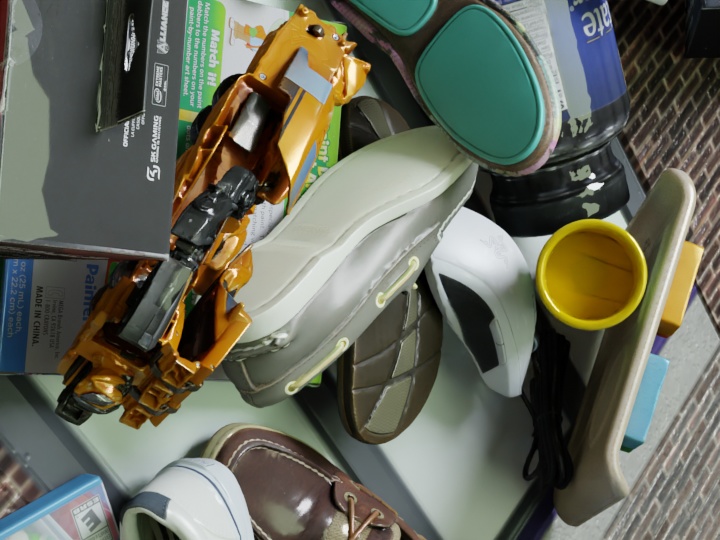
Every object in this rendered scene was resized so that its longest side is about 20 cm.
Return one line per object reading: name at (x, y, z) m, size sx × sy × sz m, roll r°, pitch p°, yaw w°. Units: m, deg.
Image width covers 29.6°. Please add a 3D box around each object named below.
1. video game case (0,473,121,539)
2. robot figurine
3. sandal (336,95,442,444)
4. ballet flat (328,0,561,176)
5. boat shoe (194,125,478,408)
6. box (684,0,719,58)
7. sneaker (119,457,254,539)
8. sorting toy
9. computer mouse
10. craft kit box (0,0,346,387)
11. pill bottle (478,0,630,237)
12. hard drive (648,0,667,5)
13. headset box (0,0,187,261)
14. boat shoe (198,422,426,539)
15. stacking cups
video game case at (-0.155, 0.219, 0.654) m, size 0.143 × 0.018 × 0.201 m, roll -28°, pitch 109°, yaw -40°
robot figurine at (-0.066, -0.017, 0.596) m, size 0.058 × 0.145 × 0.200 m, roll 31°, pitch 56°, yaw -11°
sandal at (0.000, 0.000, 0.778) m, size 0.082 × 0.054 × 0.201 m, roll 8°, pitch 71°, yaw -49°
ballet flat at (0.047, -0.122, 0.740) m, size 0.069 × 0.200 × 0.071 m, roll -48°, pitch 152°, yaw 11°
boat shoe at (-0.003, -0.009, 0.704) m, size 0.202 × 0.072 × 0.060 m, roll -42°, pitch 127°, yaw -35°
box at (0.278, -0.250, 0.931) m, size 0.200 × 0.104 × 0.183 m, roll 4°, pitch 88°, yaw -80°
sneaker at (-0.077, 0.197, 0.678) m, size 0.071 × 0.073 × 0.201 m, roll -19°, pitch 91°, yaw -60°
sorting toy at (0.171, 0.057, 0.867) m, size 0.036 × 0.185 × 0.201 m, roll 15°, pitch 74°, yaw 3°
computer mouse at (0.093, 0.037, 0.825) m, size 0.200 × 0.044 × 0.110 m, roll 58°, pitch 33°, yaw -41°
craft kit box at (-0.097, -0.045, 0.689) m, size 0.197 × 0.048 × 0.201 m, roll 7°, pitch 86°, yaw -40°
pill bottle at (0.099, -0.128, 0.822) m, size 0.112 × 0.112 × 0.201 m, roll -30°, pitch 111°, yaw -38°
hard drive at (0.098, -0.231, 0.711) m, size 0.199 × 0.026 × 0.132 m, roll 15°, pitch 114°, yaw -17°
headset box at (-0.142, -0.080, 0.538) m, size 0.077 × 0.200 × 0.150 m, roll 6°, pitch 86°, yaw -42°
boat shoe at (-0.006, 0.148, 0.755) m, size 0.200 × 0.072 × 0.072 m, roll 46°, pitch 61°, yaw -34°
stacking cups at (0.133, 0.007, 0.826) m, size 0.200 × 0.060 × 0.061 m, roll 28°, pitch 66°, yaw -84°
